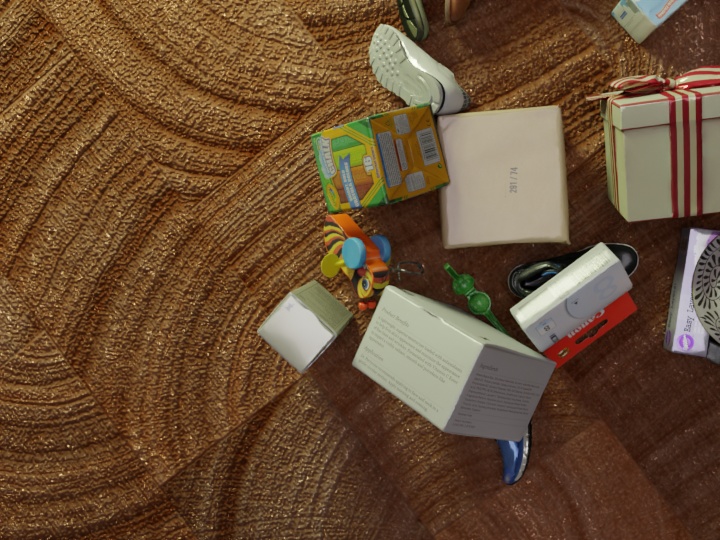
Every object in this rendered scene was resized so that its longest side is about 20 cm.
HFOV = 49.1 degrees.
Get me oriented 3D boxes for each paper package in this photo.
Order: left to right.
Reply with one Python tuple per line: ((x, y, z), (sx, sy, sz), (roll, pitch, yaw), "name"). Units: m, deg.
((0.211, -0.135, 1.185), (0.189, 0.103, 0.201), (-3, 94, 8), "paper package")

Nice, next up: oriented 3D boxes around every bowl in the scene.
((0.580, 0.030, 1.101), (0.199, 0.094, 0.202), (1, 94, 8), "bowl")

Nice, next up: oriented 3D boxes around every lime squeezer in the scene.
((0.182, 0.043, 1.221), (0.038, 0.071, 0.200), (-46, 117, -8), "lime squeezer")

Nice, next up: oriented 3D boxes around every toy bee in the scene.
((0.000, 0.000, 1.204), (0.130, 0.200, 0.109), (5, 117, -20), "toy bee")

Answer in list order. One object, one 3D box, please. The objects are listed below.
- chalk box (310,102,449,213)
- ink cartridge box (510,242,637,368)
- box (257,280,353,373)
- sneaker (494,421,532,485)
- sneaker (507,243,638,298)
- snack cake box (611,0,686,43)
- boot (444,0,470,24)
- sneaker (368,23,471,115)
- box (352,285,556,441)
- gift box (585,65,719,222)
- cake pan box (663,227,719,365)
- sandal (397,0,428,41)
((0.013, -0.162, 1.175), (0.123, 0.200, 0.126), (-20, 99, -34), "chalk box")
((0.324, 0.069, 1.144), (0.160, 0.200, 0.047), (-38, 45, 7), "ink cartridge box")
((-0.077, 0.079, 1.186), (0.095, 0.200, 0.078), (43, 98, 3), "box")
((0.220, 0.230, 1.226), (0.089, 0.079, 0.201), (-5, 84, 15), "sneaker")
((0.323, 0.009, 1.173), (0.199, 0.112, 0.074), (-14, 92, 8), "sneaker")
((0.466, -0.428, 1.128), (0.200, 0.115, 0.067), (-42, 87, 8), "snack cake box")
((0.217, -0.449, 1.178), (0.154, 0.074, 0.201), (20, 95, 8), "boot")
((0.085, -0.303, 1.199), (0.200, 0.080, 0.077), (56, 140, 29), "sneaker")
((0.133, 0.133, 1.126), (0.199, 0.199, 0.131), (31, 99, 44), "box")
((0.428, -0.186, 1.118), (0.183, 0.200, 0.188), (-7, 108, 4), "gift box")
((0.562, 0.044, 1.175), (0.183, 0.052, 0.201), (9, 94, 9), "cake pan box")
((0.079, -0.454, 1.206), (0.057, 0.080, 0.202), (-16, 98, -9), "sandal")
